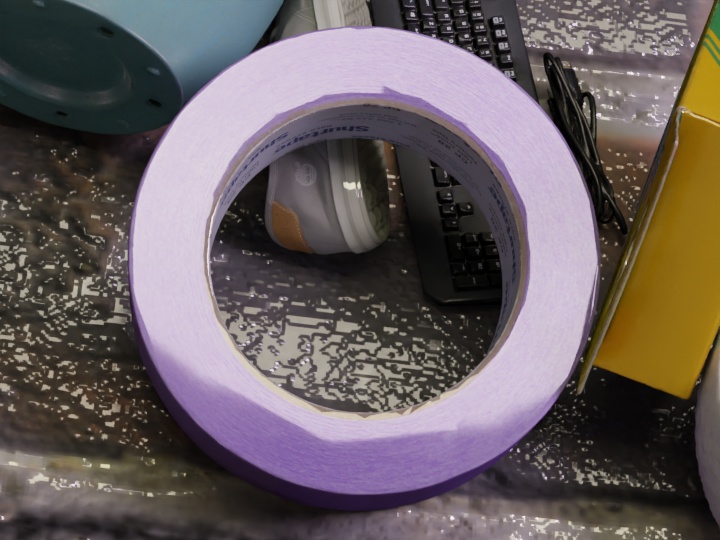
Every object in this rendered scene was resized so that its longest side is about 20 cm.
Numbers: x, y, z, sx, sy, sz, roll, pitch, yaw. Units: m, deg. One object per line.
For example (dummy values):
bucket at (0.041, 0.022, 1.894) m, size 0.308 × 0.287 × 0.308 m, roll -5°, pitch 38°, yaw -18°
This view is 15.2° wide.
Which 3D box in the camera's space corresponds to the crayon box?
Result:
crayon box at (0.148, -0.031, 1.176) m, size 0.051 × 0.127 × 0.200 m, roll 21°, pitch 28°, yaw 5°

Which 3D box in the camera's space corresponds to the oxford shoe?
oxford shoe at (-0.023, -0.090, 1.273) m, size 0.057 × 0.075 × 0.201 m, roll -14°, pitch 52°, yaw 15°

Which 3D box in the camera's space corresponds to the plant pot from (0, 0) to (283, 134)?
plant pot at (-0.117, -0.160, 1.232) m, size 0.200 × 0.201 × 0.162 m, roll 16°, pitch 67°, yaw 2°

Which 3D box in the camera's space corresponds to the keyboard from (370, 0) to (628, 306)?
keyboard at (0.068, -0.074, 1.292) m, size 0.104 × 0.040 × 0.201 m, roll -3°, pitch 56°, yaw -11°

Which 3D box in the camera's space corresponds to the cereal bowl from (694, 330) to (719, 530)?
cereal bowl at (0.233, 0.088, 1.171) m, size 0.199 × 0.083 × 0.201 m, roll 8°, pitch 55°, yaw -11°

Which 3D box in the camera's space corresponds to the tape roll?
tape roll at (0.000, 0.000, 1.161) m, size 0.199 × 0.066 × 0.201 m, roll 1°, pitch 80°, yaw -4°
